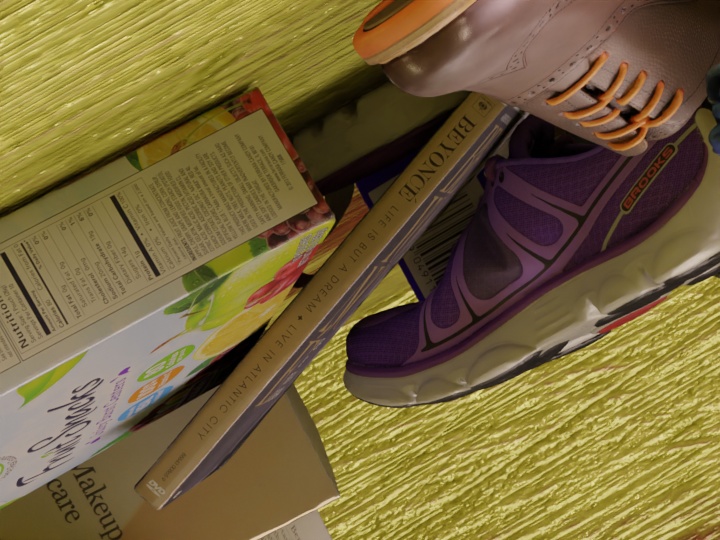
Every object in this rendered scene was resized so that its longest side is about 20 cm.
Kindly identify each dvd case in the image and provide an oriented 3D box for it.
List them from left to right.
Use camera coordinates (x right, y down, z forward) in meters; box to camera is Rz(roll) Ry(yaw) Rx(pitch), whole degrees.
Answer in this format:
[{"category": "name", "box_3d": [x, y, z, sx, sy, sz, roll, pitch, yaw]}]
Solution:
[{"category": "dvd case", "box_3d": [0.000, 0.000, 0.891, 0.200, 0.016, 0.149, -50, 177, 5]}]

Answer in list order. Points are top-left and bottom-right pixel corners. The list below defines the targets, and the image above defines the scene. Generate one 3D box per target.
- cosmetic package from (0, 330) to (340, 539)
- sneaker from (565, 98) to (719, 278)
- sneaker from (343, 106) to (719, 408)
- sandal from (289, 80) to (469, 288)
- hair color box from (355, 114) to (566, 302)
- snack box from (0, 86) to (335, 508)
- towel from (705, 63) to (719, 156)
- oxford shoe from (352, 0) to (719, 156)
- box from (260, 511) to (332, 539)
[{"category": "cosmetic package", "box_3d": [-0.120, 0.086, 1.022, 0.199, 0.106, 0.071, -28, -157, 1]}, {"category": "sneaker", "box_3d": [0.158, -0.067, 1.030, 0.104, 0.060, 0.200, 15, -143, 28]}, {"category": "sneaker", "box_3d": [0.065, -0.010, 0.919, 0.200, 0.084, 0.080, -32, 169, 40]}, {"category": "sandal", "box_3d": [-0.029, -0.015, 0.924, 0.082, 0.050, 0.202, -26, 175, -44]}, {"category": "hair color box", "box_3d": [0.081, -0.035, 1.071, 0.065, 0.110, 0.200, -29, 178, 28]}, {"category": "snack box", "box_3d": [-0.095, 0.024, 0.793, 0.142, 0.053, 0.200, -28, 171, -17]}, {"category": "towel", "box_3d": [0.164, -0.069, 0.696, 0.144, 0.024, 0.200, -25, 178, 9]}, {"category": "oxford shoe", "box_3d": [0.068, -0.070, 0.697, 0.071, 0.073, 0.200, -31, 177, 34]}, {"category": "box", "box_3d": [-0.106, 0.180, 1.078, 0.151, 0.107, 0.200, -14, -154, 24]}]
